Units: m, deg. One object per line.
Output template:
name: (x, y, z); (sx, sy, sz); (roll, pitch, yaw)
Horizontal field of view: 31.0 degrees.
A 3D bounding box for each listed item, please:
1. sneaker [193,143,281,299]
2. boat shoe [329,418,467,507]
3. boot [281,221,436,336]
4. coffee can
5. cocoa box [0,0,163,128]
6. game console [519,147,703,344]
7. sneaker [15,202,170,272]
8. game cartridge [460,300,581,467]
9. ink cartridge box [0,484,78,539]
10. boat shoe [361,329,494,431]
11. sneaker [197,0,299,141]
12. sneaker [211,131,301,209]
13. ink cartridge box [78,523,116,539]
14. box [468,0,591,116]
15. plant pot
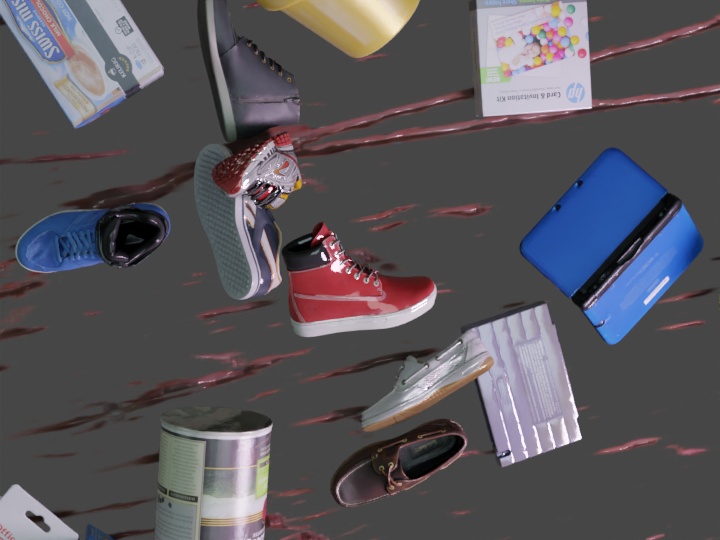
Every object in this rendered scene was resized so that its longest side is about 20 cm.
sneaker: (-0.155, -0.063, 1.667); (0.079, 0.078, 0.203); (-7, 82, -53)
boat shoe: (0.051, 0.259, 1.743); (0.198, 0.070, 0.071); (-30, 102, -4)
boot: (0.000, 0.000, 1.683); (0.197, 0.073, 0.146); (-9, 117, -7)
coffee can: (-0.191, 0.289, 1.662); (0.144, 0.146, 0.203); (3, 96, -11)
cocoa box: (-0.345, -0.290, 1.572); (0.130, 0.133, 0.201); (-33, 101, -4)
game console: (0.348, -0.032, 1.788); (0.200, 0.118, 0.171); (-46, 133, -2)
sneaker: (-0.334, -0.039, 1.615); (0.197, 0.111, 0.078); (-10, 98, -9)
game cartridge: (0.222, 0.154, 1.781); (0.128, 0.038, 0.203); (-18, 99, -12)
ink cartridge box: (-0.464, 0.372, 1.662); (0.115, 0.068, 0.200); (42, 89, -12)
boat shoe: (0.080, 0.146, 1.739); (0.199, 0.071, 0.070); (-30, 76, 4)
sneaker: (-0.143, -0.273, 1.649); (0.105, 0.075, 0.203); (-14, 108, -13)
sneaker: (-0.117, -0.117, 1.601); (0.077, 0.200, 0.083); (-23, 95, 22)
ink cartridge box: (-0.302, 0.453, 1.661); (0.199, 0.147, 0.146); (33, 90, -12)
box: (0.224, -0.311, 1.722); (0.154, 0.041, 0.203); (-5, 99, -9)
plant pot: (-0.029, -0.374, 1.600); (0.189, 0.201, 0.201); (40, 89, -28)
